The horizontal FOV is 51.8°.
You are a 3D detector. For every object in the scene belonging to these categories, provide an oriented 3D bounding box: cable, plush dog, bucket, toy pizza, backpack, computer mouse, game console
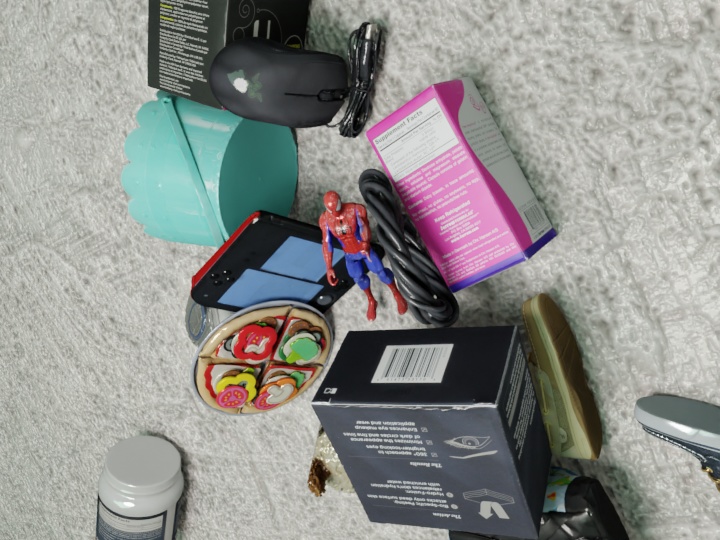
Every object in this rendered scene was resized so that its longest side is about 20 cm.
[{"bbox_3d":[0.052,-0.025,0.805,0.051,0.200,0.164,-24,123,5],"label":"cable"},{"bbox_3d":[0.025,0.242,0.967,0.171,0.161,0.201,12,118,0],"label":"plush dog"},{"bbox_3d":[-0.180,-0.120,0.924,0.134,0.207,0.208,11,113,24],"label":"bucket"},{"bbox_3d":[-0.125,0.125,0.983,0.032,0.199,0.201,53,134,45],"label":"toy pizza"},{"bbox_3d":[0.202,0.308,0.870,0.199,0.154,0.164,-22,111,24],"label":"backpack"},{"bbox_3d":[-0.064,-0.206,0.815,0.053,0.199,0.139,50,136,48],"label":"computer mouse"},{"bbox_3d":[-0.093,0.003,0.922,0.177,0.199,0.031,-38,52,37],"label":"game console"}]

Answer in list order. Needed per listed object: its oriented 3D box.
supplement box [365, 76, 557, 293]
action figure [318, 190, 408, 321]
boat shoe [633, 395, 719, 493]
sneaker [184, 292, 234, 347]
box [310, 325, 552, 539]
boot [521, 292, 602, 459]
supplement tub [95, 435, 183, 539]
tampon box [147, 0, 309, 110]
[{"bbox_3d":[0.109,-0.094,0.800,0.103,0.101,0.201,-27,91,36],"label":"supplement box"},{"bbox_3d":[0.000,0.000,0.852,0.065,0.099,0.200,-15,131,14],"label":"action figure"},{"bbox_3d":[0.373,0.198,0.752,0.199,0.071,0.091,15,111,26],"label":"boat shoe"},{"bbox_3d":[-0.194,0.097,1.088,0.075,0.087,0.201,-46,62,37],"label":"sneaker"},{"bbox_3d":[0.083,0.170,0.787,0.196,0.118,0.201,-4,125,27],"label":"box"},{"bbox_3d":[0.178,0.131,0.855,0.155,0.073,0.201,-13,108,33],"label":"boot"},{"bbox_3d":[-0.380,0.401,1.275,0.140,0.140,0.201,25,119,23],"label":"supplement tub"},{"bbox_3d":[-0.150,-0.305,0.862,0.126,0.150,0.201,22,118,26],"label":"tampon box"}]
